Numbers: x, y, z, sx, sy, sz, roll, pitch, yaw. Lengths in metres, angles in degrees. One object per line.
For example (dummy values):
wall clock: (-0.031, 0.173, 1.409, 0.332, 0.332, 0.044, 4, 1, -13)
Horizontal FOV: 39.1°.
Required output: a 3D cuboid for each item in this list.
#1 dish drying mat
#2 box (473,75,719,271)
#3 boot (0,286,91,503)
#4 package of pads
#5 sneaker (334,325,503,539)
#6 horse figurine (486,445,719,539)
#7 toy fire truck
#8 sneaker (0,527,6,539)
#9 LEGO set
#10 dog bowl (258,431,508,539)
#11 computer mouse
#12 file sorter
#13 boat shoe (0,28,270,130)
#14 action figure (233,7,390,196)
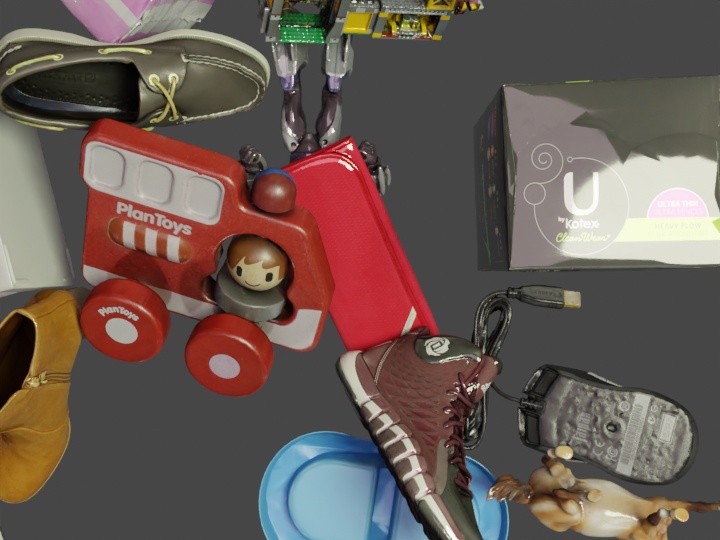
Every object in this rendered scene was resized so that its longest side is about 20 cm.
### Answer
dish drying mat: (0.000, 0.000, 0.802, 0.076, 0.018, 0.202, -23, 109, 5)
box: (0.163, -0.062, 0.742, 0.146, 0.200, 0.126, -2, 90, 0)
boot: (-0.266, 0.106, 0.767, 0.070, 0.144, 0.203, 24, 101, 3)
package of pads: (-0.213, -0.264, 0.788, 0.076, 0.120, 0.200, -42, 89, 20)
sneaker: (0.069, 0.115, 0.748, 0.115, 0.076, 0.201, -28, 55, -7)
horse figurine: (0.187, 0.182, 0.779, 0.198, 0.133, 0.050, 15, 65, -3)
toy fire truck: (-0.114, -0.013, 0.752, 0.198, 0.113, 0.169, 17, 131, 0)
sneaker: (-0.382, 0.203, 0.784, 0.198, 0.130, 0.080, 30, 91, 1)
LEGO set: (0.000, -0.252, 0.747, 0.197, 0.116, 0.155, 5, 58, -13)
dog bowl: (0.019, 0.190, 0.818, 0.197, 0.050, 0.113, 9, 90, 1)
computer mouse: (0.175, 0.089, 0.822, 0.197, 0.046, 0.142, 10, 87, 7)
file sorter: (-0.321, -0.069, 0.782, 0.123, 0.139, 0.202, -15, 89, 3)
boat shoe: (-0.162, -0.131, 0.733, 0.198, 0.061, 0.072, -1, 129, -12)
action figure: (-0.041, -0.105, 0.813, 0.128, 0.069, 0.203, -1, 93, -4)
